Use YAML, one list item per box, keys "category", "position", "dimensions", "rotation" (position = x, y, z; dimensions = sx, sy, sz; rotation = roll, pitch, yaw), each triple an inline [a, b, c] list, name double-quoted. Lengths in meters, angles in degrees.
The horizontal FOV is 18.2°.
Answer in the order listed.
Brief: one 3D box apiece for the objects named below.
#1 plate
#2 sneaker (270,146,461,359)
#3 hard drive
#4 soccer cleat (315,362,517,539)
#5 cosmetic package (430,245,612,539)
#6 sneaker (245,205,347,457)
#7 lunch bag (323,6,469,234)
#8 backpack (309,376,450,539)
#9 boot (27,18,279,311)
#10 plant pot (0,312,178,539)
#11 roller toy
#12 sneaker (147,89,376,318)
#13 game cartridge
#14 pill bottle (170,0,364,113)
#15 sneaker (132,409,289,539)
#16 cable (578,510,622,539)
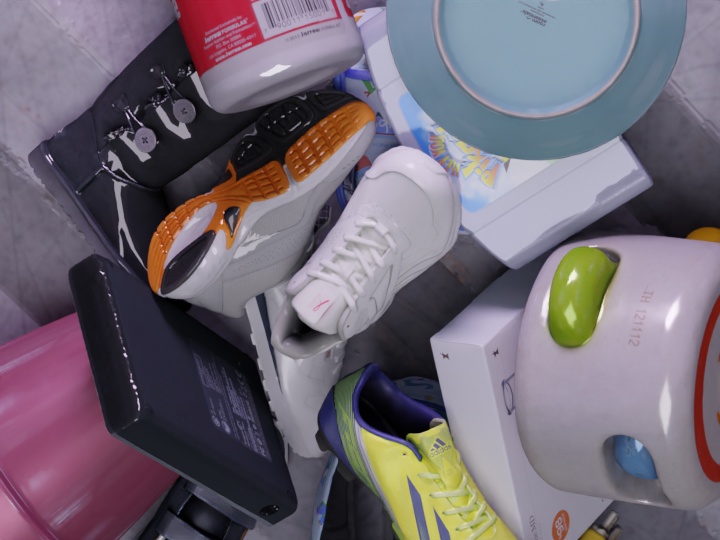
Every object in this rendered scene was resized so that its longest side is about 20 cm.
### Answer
- category: "plate"
  position: [0.115, -0.168, 1.468]
  dimensions: [0.198, 0.026, 0.202]
  rotation: [1, 105, 3]
- category: "sneaker"
  position: [0.000, 0.000, 1.523]
  dimensions: [0.078, 0.099, 0.200]
  rotation: [38, 135, 6]
- category: "hard drive"
  position: [-0.122, 0.085, 1.566]
  dimensions: [0.033, 0.140, 0.200]
  rotation: [-30, 144, 16]
- category: "soccer cleat"
  position: [0.052, 0.149, 1.566]
  dimensions: [0.200, 0.065, 0.084]
  rotation: [45, 129, 9]
- category: "cosmetic package"
  position: [0.127, 0.103, 1.626]
  dimensions: [0.051, 0.151, 0.201]
  rotation: [7, 122, 38]
- category: "sneaker"
  position: [-0.038, 0.047, 1.660]
  dimensions: [0.080, 0.077, 0.201]
  rotation: [-13, 115, 1]
- category: "lunch bag"
  position: [0.070, -0.109, 1.573]
  dimensions: [0.198, 0.076, 0.161]
  rotation: [4, 113, 1]
- category: "backpack"
  position: [0.036, 0.180, 1.687]
  dimensions: [0.162, 0.154, 0.201]
  rotation: [6, 130, 10]
- category: "boot"
  position: [-0.116, -0.083, 1.601]
  dimensions: [0.200, 0.066, 0.165]
  rotation: [-39, 100, 17]
- category: "plant pot"
  position: [-0.214, 0.120, 1.651]
  dimensions: [0.178, 0.200, 0.201]
  rotation: [-35, 109, 3]
- category: "roller toy"
  position: [0.201, 0.068, 1.545]
  dimensions: [0.139, 0.200, 0.184]
  rotation: [6, 102, 27]
- category: "sneaker"
  position: [-0.055, -0.044, 1.563]
  dimensions: [0.200, 0.076, 0.092]
  rotation: [-40, 138, 20]
- category: "game cartridge"
  position: [0.092, -0.106, 1.516]
  dimensions: [0.133, 0.040, 0.201]
  rotation: [-32, 101, 14]
- category: "pill bottle"
  position: [-0.081, -0.215, 1.485]
  dimensions: [0.112, 0.112, 0.201]
  rotation: [-21, 88, 14]
- category: "sneaker"
  position: [-0.121, 0.195, 1.732]
  dimensions: [0.078, 0.080, 0.201]
  rotation: [31, 113, -9]
- category: "cable"
  position: [0.142, 0.275, 1.712]
  dimensions: [0.200, 0.050, 0.098]
  rotation: [-36, 128, -20]
